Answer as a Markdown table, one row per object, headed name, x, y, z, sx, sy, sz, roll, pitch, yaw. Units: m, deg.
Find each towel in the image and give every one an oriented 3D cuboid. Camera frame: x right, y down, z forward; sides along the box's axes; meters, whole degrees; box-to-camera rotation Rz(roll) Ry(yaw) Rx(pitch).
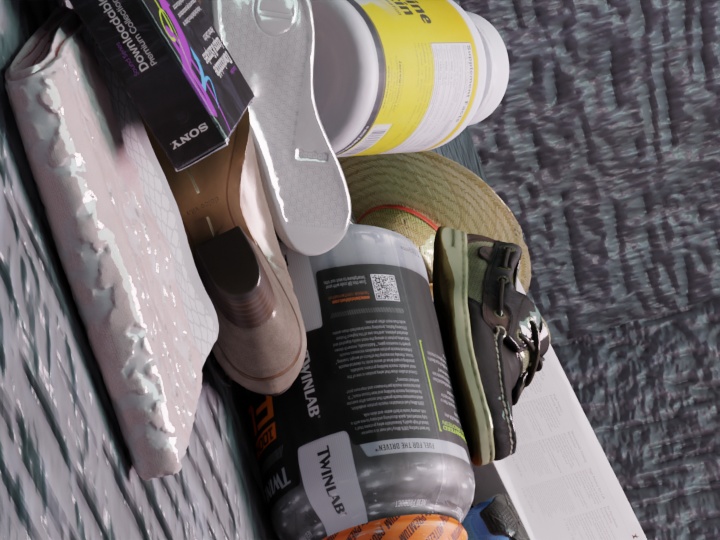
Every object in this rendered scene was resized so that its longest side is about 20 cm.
| name | x | y | z | sx | sy | sz | roll | pitch | yaw |
| --- | --- | --- | --- | --- | --- | --- | --- | --- | --- |
| towel | -0.116 | -0.022 | 1.337 | 0.191 | 0.032 | 0.201 | -82 | 154 | -73 |

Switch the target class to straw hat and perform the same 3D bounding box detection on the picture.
| name | x | y | z | sx | sy | sz | roll | pitch | yaw |
| --- | --- | --- | --- | --- | --- | --- | --- | --- | --- |
| straw hat | 0.027 | -0.002 | 2.085 | 0.085 | 0.200 | 0.201 | -61 | 146 | -33 |

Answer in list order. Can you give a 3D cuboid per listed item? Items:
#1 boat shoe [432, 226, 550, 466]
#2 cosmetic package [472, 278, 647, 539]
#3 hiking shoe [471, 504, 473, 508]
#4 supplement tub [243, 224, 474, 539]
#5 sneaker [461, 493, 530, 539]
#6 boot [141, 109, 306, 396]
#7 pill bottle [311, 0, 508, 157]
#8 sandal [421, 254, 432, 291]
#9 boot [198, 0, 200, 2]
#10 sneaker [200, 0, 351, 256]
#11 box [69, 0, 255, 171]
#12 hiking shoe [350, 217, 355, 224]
| name | x | y | z | sx | sy | sz | roll | pitch | yaw |
| --- | --- | --- | --- | --- | --- | --- | --- | --- | --- |
| boat shoe | 0.082 | 0.039 | 1.681 | 0.201 | 0.066 | 0.072 | -98 | -175 | -55 |
| cosmetic package | 0.101 | 0.108 | 1.783 | 0.200 | 0.082 | 0.051 | 65 | -29 | 22 |
| hiking shoe | 0.050 | 0.154 | 1.850 | 0.101 | 0.076 | 0.200 | 101 | 14 | -70 |
| supplement tub | -0.004 | 0.085 | 1.617 | 0.123 | 0.122 | 0.201 | 60 | 16 | -64 |
| sneaker | 0.056 | 0.217 | 1.727 | 0.079 | 0.090 | 0.200 | 62 | -30 | 34 |
| boot | -0.081 | -0.027 | 1.537 | 0.146 | 0.070 | 0.201 | 79 | -5 | -69 |
| pill bottle | 0.014 | -0.133 | 1.849 | 0.200 | 0.112 | 0.112 | -8 | 81 | -56 |
| sandal | 0.039 | 0.021 | 1.924 | 0.212 | 0.077 | 0.070 | -32 | 113 | -78 |
| boot | -0.087 | -0.149 | 1.676 | 0.200 | 0.070 | 0.147 | -83 | 162 | -64 |
| sneaker | -0.072 | -0.107 | 1.578 | 0.099 | 0.071 | 0.201 | 15 | -55 | 53 |
| box | -0.122 | -0.151 | 1.376 | 0.200 | 0.036 | 0.143 | 57 | 10 | -8 |
| hiking shoe | 0.000 | 0.000 | 1.773 | 0.101 | 0.076 | 0.200 | -51 | -130 | 40 |
